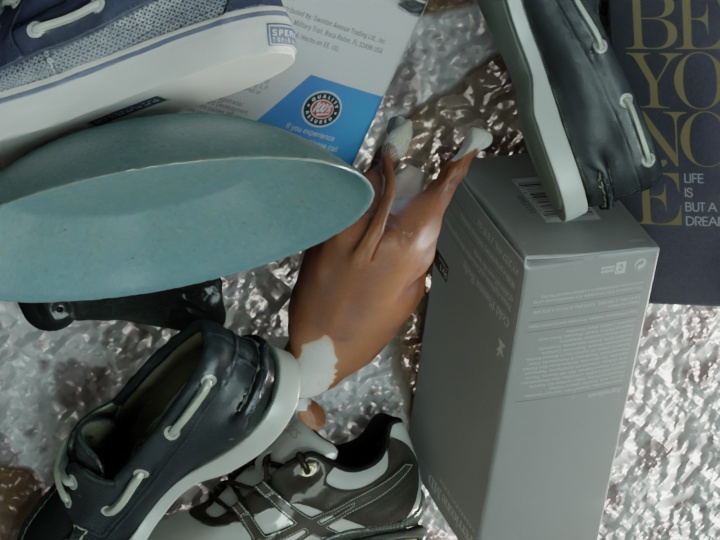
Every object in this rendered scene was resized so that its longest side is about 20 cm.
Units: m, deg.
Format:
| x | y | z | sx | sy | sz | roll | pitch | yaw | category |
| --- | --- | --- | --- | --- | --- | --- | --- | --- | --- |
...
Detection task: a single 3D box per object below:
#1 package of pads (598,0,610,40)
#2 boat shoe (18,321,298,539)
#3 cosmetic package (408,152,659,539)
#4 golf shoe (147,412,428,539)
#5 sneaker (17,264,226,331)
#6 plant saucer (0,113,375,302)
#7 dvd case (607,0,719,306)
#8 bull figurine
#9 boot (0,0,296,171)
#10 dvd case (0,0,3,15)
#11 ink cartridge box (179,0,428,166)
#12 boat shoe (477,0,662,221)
| x | y | z | sx | sy | sz | roll | pitch | yaw | category |
| --- | --- | --- | --- | --- | --- | --- | --- | --- | --- |
| 0.185 | -0.115 | 1.108 | 0.119 | 0.076 | 0.202 | -8 | 118 | -25 | package of pads |
| -0.118 | 0.092 | 1.038 | 0.060 | 0.076 | 0.200 | 31 | 118 | -34 | boat shoe |
| 0.089 | 0.047 | 1.114 | 0.089 | 0.107 | 0.202 | -5 | 123 | -23 | cosmetic package |
| -0.057 | 0.128 | 1.125 | 0.198 | 0.078 | 0.095 | -10 | 109 | -29 | golf shoe |
| -0.156 | -0.015 | 1.002 | 0.198 | 0.060 | 0.105 | -1 | 111 | -29 | sneaker |
| -0.095 | -0.032 | 0.905 | 0.199 | 0.201 | 0.039 | -5 | 74 | -24 | plant saucer |
| 0.202 | -0.073 | 1.043 | 0.147 | 0.016 | 0.202 | 2 | 115 | 18 | dvd case |
| 0.000 | 0.000 | 1.047 | 0.065 | 0.200 | 0.122 | 32 | 59 | -2 | bull figurine |
| -0.129 | -0.102 | 0.876 | 0.198 | 0.073 | 0.091 | -18 | 82 | 9 | boot |
| -0.236 | -0.095 | 0.904 | 0.199 | 0.022 | 0.147 | 30 | 99 | -13 | dvd case |
| -0.037 | -0.161 | 0.958 | 0.146 | 0.086 | 0.201 | 13 | 108 | -40 | ink cartridge box |
| 0.095 | -0.128 | 1.028 | 0.060 | 0.076 | 0.202 | -19 | 100 | -5 | boat shoe |
